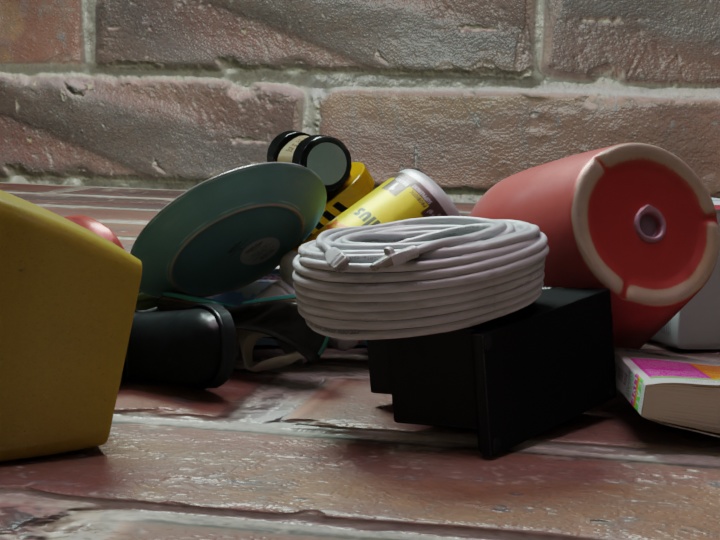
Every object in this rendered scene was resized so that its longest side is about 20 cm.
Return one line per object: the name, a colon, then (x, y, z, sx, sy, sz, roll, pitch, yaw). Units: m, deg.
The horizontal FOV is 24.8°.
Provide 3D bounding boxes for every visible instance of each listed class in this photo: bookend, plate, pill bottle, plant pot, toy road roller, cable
bookend: (0.071, 0.073, 1.306, 0.198, 0.093, 0.200, 1, 10, 36)
plate: (-0.118, -0.026, 1.512, 0.199, 0.026, 0.201, -22, -28, -13)
pill bottle: (0.000, 0.000, 1.545, 0.200, 0.110, 0.109, -37, 19, -15)
plant pot: (0.209, -0.017, 1.428, 0.199, 0.202, 0.177, -1, -14, -21)
toy road roller: (-0.071, -0.043, 1.675, 0.200, 0.146, 0.123, -39, 18, -12)
plant pot: (-0.266, 0.037, 1.192, 0.175, 0.201, 0.200, 12, 3, -20)
cable: (0.047, 0.002, 1.255, 0.199, 0.070, 0.200, -8, 8, -19)

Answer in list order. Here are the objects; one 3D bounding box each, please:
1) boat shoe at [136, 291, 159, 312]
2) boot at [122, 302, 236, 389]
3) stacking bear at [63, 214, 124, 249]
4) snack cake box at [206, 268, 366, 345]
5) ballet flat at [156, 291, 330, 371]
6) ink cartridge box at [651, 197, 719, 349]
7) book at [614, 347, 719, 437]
boat shoe: (-0.239, 0.044, 1.550, 0.072, 0.066, 0.200, 22, 18, 40)
boot: (-0.214, 0.065, 1.393, 0.161, 0.074, 0.198, 0, 0, -31)
stacking bear: (-0.329, 0.024, 1.578, 0.113, 0.122, 0.199, -12, 6, 46)
snack cake box: (-0.074, 0.036, 1.673, 0.198, 0.068, 0.115, 0, 5, -12)
ballet flat: (-0.110, 0.054, 1.463, 0.199, 0.069, 0.068, 0, -12, 38)
ink cartridge box: (0.355, -0.003, 1.756, 0.144, 0.146, 0.200, -1, 8, -20)
book: (0.274, 0.094, 1.304, 0.133, 0.048, 0.200, 9, 5, 1)
